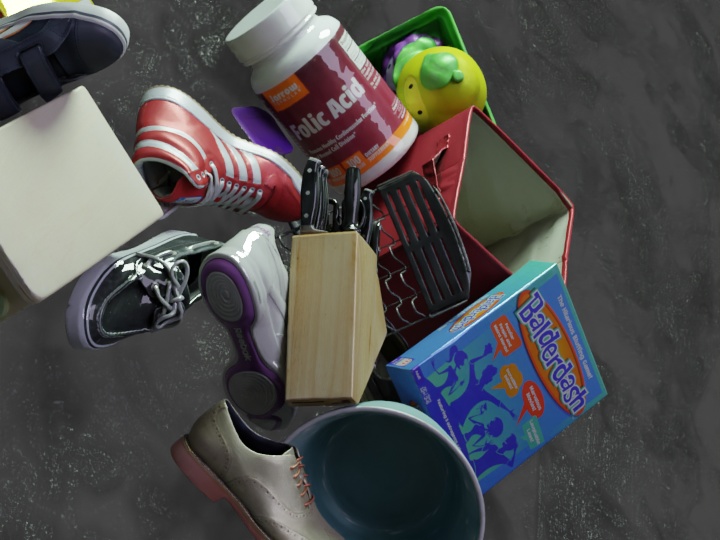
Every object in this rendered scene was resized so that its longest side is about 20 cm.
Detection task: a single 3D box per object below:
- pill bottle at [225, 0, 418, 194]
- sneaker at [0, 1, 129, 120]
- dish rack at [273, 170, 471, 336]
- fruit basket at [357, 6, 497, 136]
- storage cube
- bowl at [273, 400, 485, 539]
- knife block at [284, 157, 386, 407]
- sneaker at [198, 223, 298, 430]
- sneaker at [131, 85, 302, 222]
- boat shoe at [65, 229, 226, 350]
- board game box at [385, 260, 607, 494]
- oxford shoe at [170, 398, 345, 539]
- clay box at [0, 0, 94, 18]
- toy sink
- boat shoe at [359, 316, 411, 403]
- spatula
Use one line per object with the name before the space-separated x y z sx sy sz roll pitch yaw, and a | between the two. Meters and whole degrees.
pill bottle | -0.041 -0.188 1.728 0.200 0.114 0.114 50 37 -17
sneaker | -0.283 -0.160 1.352 0.079 0.199 0.080 64 25 -55
dish rack | 0.000 0.000 1.599 0.154 0.199 0.055 67 12 6
fruit basket | 0.078 -0.180 1.834 0.216 0.155 0.216 51 25 -35
storage cube | 0.094 -0.028 1.741 0.200 0.179 0.172 40 42 -28
bowl | 0.016 0.198 1.515 0.201 0.200 0.105 56 16 -10
knife block | -0.028 0.003 1.494 0.200 0.064 0.177 -64 147 -61
sneaker | -0.082 0.052 1.500 0.100 0.074 0.201 -52 142 -47
sneaker | -0.134 -0.078 1.577 0.200 0.071 0.113 33 41 -24
boat shoe | -0.177 0.018 1.450 0.199 0.068 0.074 -29 121 -59
board game box | 0.134 0.105 1.608 0.200 0.045 0.153 -35 111 -28
oxford shoe | -0.067 0.193 1.437 0.200 0.074 0.071 40 10 -6
clay box | -0.312 -0.260 1.488 0.201 0.047 0.115 58 36 -6
toy sink | -0.274 -0.043 1.344 0.131 0.112 0.200 57 31 -8
boat shoe | 0.038 0.113 1.638 0.072 0.065 0.200 -21 68 -41
spatula | -0.074 -0.078 1.696 0.056 0.020 0.201 -14 80 -52
